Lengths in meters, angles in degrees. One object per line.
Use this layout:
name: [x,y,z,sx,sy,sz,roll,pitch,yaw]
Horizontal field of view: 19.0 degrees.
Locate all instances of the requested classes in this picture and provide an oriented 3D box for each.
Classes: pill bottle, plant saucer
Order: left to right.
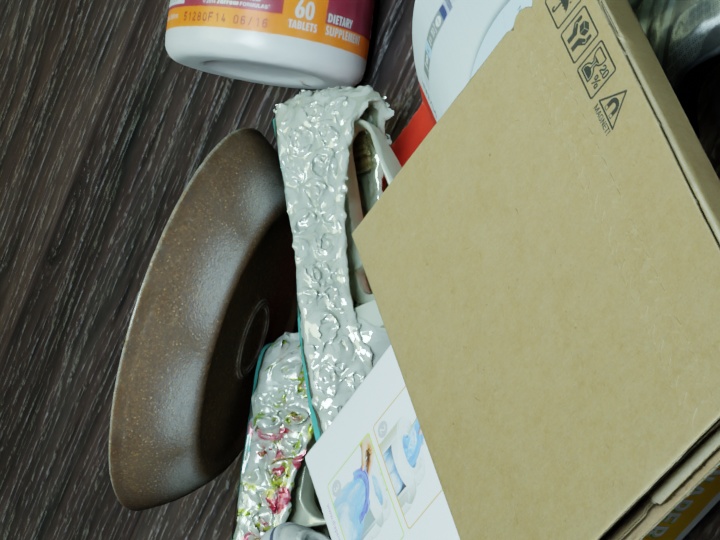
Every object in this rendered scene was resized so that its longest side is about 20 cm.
plant saucer: [-0.068,0.030,1.081,0.200,0.036,0.202,17,-90,-78]
pill bottle: [-0.037,-0.203,1.137,0.109,0.109,0.202,5,86,58]

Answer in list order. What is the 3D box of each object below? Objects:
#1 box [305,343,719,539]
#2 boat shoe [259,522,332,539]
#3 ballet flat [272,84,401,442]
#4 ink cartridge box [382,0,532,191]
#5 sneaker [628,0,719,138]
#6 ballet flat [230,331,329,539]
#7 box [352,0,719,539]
box: [0.081,0.058,0.876,0.200,0.112,0.102,-54,40,34]
boat shoe: [0.020,0.173,0.981,0.070,0.071,0.200,-57,45,19]
ballet flat: [0.000,0.000,1.035,0.072,0.071,0.202,-31,63,51]
ink cartridge box: [0.051,-0.054,1.015,0.200,0.047,0.161,-54,40,33]
sneaker: [0.160,-0.132,0.857,0.084,0.077,0.201,39,112,14]
ballet flat: [-0.031,0.131,1.084,0.063,0.075,0.202,9,95,27]
box: [0.070,0.008,0.786,0.164,0.021,0.201,-51,43,34]
